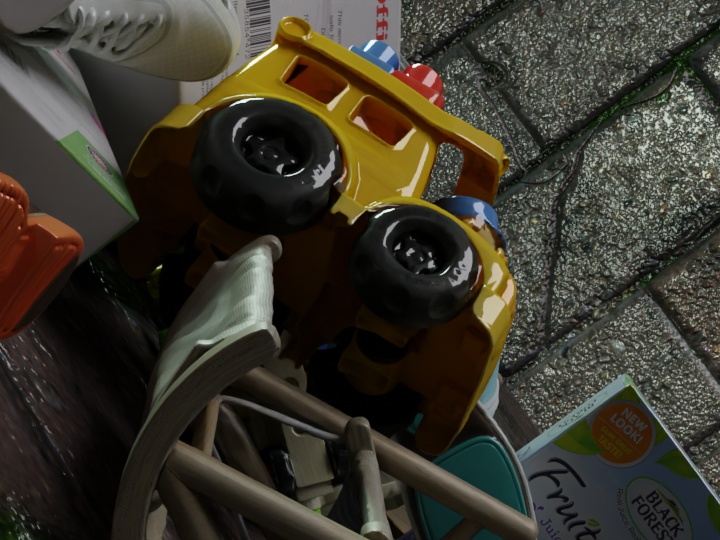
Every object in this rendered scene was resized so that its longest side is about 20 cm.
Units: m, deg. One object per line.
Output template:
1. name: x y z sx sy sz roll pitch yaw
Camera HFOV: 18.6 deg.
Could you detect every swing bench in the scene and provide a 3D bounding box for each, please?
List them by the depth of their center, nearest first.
1. swing bench: -0.024 0.108 0.927 0.200 0.130 0.199 47 7 -9

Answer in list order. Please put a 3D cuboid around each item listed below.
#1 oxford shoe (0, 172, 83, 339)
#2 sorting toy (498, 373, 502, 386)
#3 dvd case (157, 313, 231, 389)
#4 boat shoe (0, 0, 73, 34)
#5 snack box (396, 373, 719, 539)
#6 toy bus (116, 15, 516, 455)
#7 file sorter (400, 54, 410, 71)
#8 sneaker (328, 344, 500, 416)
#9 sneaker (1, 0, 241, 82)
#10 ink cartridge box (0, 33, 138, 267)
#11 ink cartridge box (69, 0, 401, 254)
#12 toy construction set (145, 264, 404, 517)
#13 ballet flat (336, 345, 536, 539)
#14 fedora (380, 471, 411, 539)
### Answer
1. oxford shoe: -0.169 -0.018 0.848 0.073 0.071 0.200 38 -4 9
2. sorting toy: 0.020 -0.025 1.420 0.200 0.036 0.185 66 8 24
3. dvd case: -0.058 0.075 1.361 0.150 0.025 0.200 53 5 0
4. boat shoe: -0.148 -0.195 0.966 0.093 0.200 0.075 13 -25 24
5. snack box: 0.113 0.175 1.244 0.142 0.200 0.053 53 6 -2
6. toy bus: 0.007 -0.033 1.103 0.200 0.192 0.136 32 -39 9
7. file sorter: -0.095 -0.144 1.511 0.139 0.200 0.125 50 5 -32
8. sneaker: 0.000 0.000 1.246 0.200 0.131 0.080 25 41 13
9. sneaker: -0.135 -0.129 1.033 0.200 0.075 0.081 25 33 -40
10. ink cartridge box: -0.186 -0.089 1.070 0.117 0.067 0.200 47 9 -35
11. ink cartridge box: -0.067 -0.102 1.228 0.084 0.146 0.200 12 19 34
12. toy construction set: -0.048 0.071 1.190 0.200 0.092 0.131 60 -20 -2
13. ballet flat: 0.040 0.090 1.191 0.069 0.069 0.200 -102 167 -77
14. fedora: 0.019 0.087 1.353 0.201 0.082 0.201 53 6 -7
